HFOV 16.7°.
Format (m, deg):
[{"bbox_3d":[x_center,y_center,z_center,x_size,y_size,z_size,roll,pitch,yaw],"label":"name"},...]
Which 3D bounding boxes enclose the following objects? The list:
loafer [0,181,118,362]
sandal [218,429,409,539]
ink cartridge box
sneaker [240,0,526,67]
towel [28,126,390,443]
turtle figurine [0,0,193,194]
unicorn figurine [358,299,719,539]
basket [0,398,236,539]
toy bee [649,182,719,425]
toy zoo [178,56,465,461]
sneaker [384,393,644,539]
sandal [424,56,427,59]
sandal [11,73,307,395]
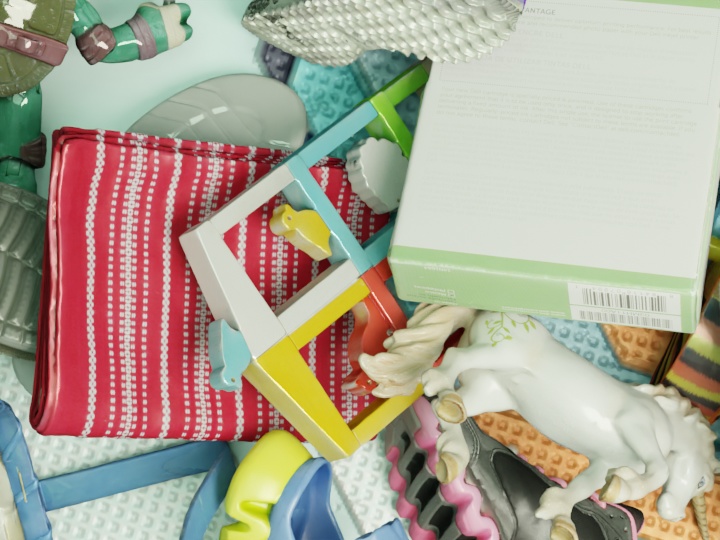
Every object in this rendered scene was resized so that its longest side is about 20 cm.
[{"bbox_3d":[-0.205,-0.010,1.173,0.200,0.070,0.075,24,71,0],"label":"loafer"},{"bbox_3d":[-0.028,0.181,1.174,0.087,0.079,0.200,15,107,19],"label":"sandal"},{"bbox_3d":[0.102,-0.076,1.171,0.145,0.048,0.200,6,64,12],"label":"ink cartridge box"},{"bbox_3d":[0.016,-0.156,1.170,0.070,0.200,0.100,30,77,-31],"label":"sneaker"},{"bbox_3d":[-0.067,0.011,1.176,0.200,0.022,0.145,4,90,-37],"label":"towel"},{"bbox_3d":[-0.172,-0.119,1.206,0.150,0.101,0.200,24,98,15],"label":"turtle figurine"},{"bbox_3d":[0.103,0.075,1.159,0.200,0.137,0.074,45,123,-3],"label":"unicorn figurine"},{"bbox_3d":[-0.164,0.133,1.157,0.200,0.176,0.139,-16,101,12],"label":"basket"},{"bbox_3d":[0.196,-0.022,1.198,0.131,0.109,0.200,5,87,0],"label":"toy bee"},{"bbox_3d":[0.000,0.000,1.180,0.200,0.020,0.131,-39,100,-31],"label":"toy zoo"},{"bbox_3d":[0.091,0.132,1.215,0.095,0.079,0.200,-34,88,-25],"label":"sneaker"},{"bbox_3d":[0.089,-0.171,1.233,0.080,0.054,0.200,27,86,1],"label":"sandal"},{"bbox_3d":[-0.104,-0.016,1.225,0.082,0.050,0.203,35,74,16],"label":"sandal"}]
